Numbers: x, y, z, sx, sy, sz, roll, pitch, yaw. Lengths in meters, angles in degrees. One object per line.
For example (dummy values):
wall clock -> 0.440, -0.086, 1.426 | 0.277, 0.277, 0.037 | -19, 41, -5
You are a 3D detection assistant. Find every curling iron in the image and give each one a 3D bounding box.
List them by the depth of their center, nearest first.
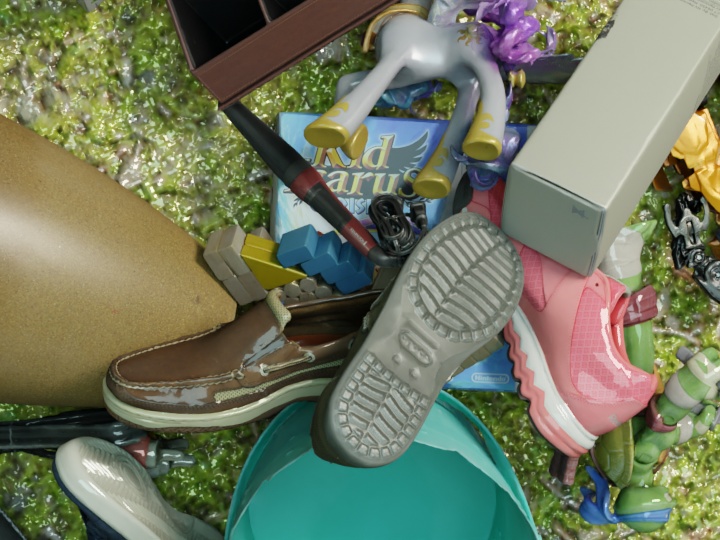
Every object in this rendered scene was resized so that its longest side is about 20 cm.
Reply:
curling iron -> -0.027, -0.059, 1.185 | 0.049, 0.200, 0.026 | -30, 137, -29

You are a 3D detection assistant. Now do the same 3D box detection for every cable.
cable -> -0.210, 0.120, 1.211 | 0.198, 0.097, 0.051 | -6, 88, -3

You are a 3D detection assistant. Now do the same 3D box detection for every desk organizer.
desk organizer -> -0.036, -0.194, 1.175 | 0.199, 0.072, 0.077 | -29, 127, 25

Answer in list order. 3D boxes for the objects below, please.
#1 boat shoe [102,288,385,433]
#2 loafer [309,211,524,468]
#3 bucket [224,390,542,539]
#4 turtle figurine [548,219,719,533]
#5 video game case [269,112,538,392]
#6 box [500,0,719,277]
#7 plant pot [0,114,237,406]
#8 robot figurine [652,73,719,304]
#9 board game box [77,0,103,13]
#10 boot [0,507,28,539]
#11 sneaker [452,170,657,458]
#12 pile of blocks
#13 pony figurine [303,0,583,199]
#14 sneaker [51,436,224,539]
boat shoe -> -0.060, 0.044, 1.129 | 0.201, 0.075, 0.075 | -8, 122, -22
loafer -> 0.027, 0.041, 1.098 | 0.075, 0.070, 0.200 | 47, 54, -8
bucket -> 0.010, 0.173, 1.189 | 0.205, 0.135, 0.209 | -1, 106, -3
turtle figurine -> 0.218, 0.064, 1.218 | 0.199, 0.144, 0.195 | -19, 80, 31
video game case -> 0.037, -0.012, 1.252 | 0.198, 0.045, 0.183 | 2, 90, -4
box -> 0.166, -0.100, 1.158 | 0.068, 0.082, 0.200 | 28, 61, 15
plant pot -> -0.188, 0.014, 1.183 | 0.199, 0.186, 0.188 | 20, 89, -21
robot figurine -> 0.260, -0.075, 1.261 | 0.144, 0.058, 0.201 | -23, 92, -3
board game box -> -0.141, -0.227, 1.157 | 0.126, 0.200, 0.035 | -44, 94, -2
boot -> -0.257, 0.252, 1.207 | 0.200, 0.072, 0.182 | 43, 74, -19
sneaker -> 0.127, 0.015, 1.173 | 0.086, 0.074, 0.201 | -29, 69, 18
pile of blocks -> 0.000, 0.000, 1.192 | 0.199, 0.062, 0.082 | 22, 129, -9
pony figurine -> 0.068, -0.145, 1.190 | 0.192, 0.167, 0.201 | 5, 54, 11
sneaker -> -0.154, 0.181, 1.185 | 0.084, 0.075, 0.200 | -31, 136, 8
